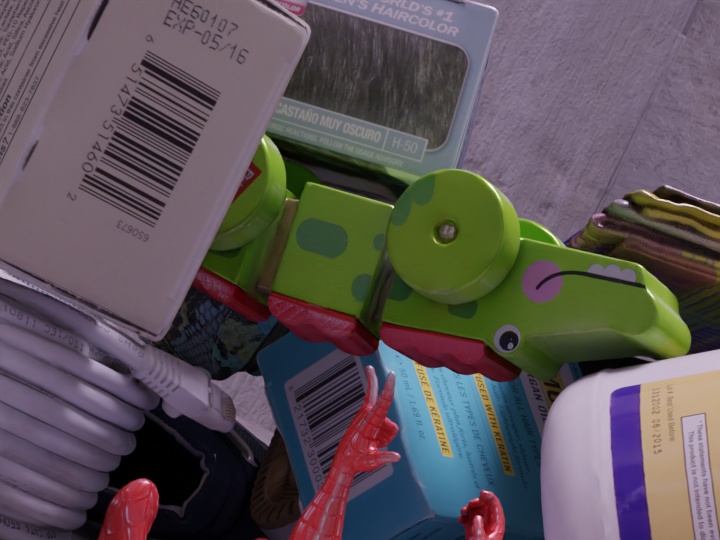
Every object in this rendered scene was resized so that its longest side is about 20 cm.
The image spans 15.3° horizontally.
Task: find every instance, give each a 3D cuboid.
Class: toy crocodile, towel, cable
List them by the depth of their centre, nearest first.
[{"bbox_3d":[0.000,0.000,0.793,0.199,0.062,0.067,14,-9,21],"label":"toy crocodile"},{"bbox_3d":[-0.160,0.014,0.817,0.200,0.069,0.200,28,-4,-40],"label":"cable"},{"bbox_3d":[0.128,0.014,0.868,0.143,0.023,0.200,18,-8,-3],"label":"towel"}]

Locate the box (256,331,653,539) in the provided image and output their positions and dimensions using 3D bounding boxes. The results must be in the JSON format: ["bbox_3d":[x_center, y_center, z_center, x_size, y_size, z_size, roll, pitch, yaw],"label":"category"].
[{"bbox_3d":[0.055,0.067,0.902,0.200,0.049,0.083,14,51,-50],"label":"box"}]

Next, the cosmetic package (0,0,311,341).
[{"bbox_3d":[-0.114,-0.060,0.803,0.073,0.104,0.200,28,-3,-38],"label":"cosmetic package"}]

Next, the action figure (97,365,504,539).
[{"bbox_3d":[-0.007,0.071,0.675,0.065,0.099,0.200,26,0,-21],"label":"action figure"}]

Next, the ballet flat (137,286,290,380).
[{"bbox_3d":[-0.062,0.001,1.005,0.074,0.074,0.200,27,-8,-9],"label":"ballet flat"}]

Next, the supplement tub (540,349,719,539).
[{"bbox_3d":[0.159,0.084,0.732,0.199,0.146,0.145,-11,-12,12],"label":"supplement tub"}]

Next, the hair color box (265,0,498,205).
[{"bbox_3d":[-0.012,-0.054,0.906,0.099,0.061,0.200,16,-7,2],"label":"hair color box"}]

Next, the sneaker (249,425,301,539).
[{"bbox_3d":[0.028,0.074,0.975,0.113,0.071,0.200,52,28,-15],"label":"sneaker"}]

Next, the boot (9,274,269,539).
[{"bbox_3d":[-0.112,0.042,0.971,0.199,0.073,0.090,26,-8,24],"label":"boot"}]
